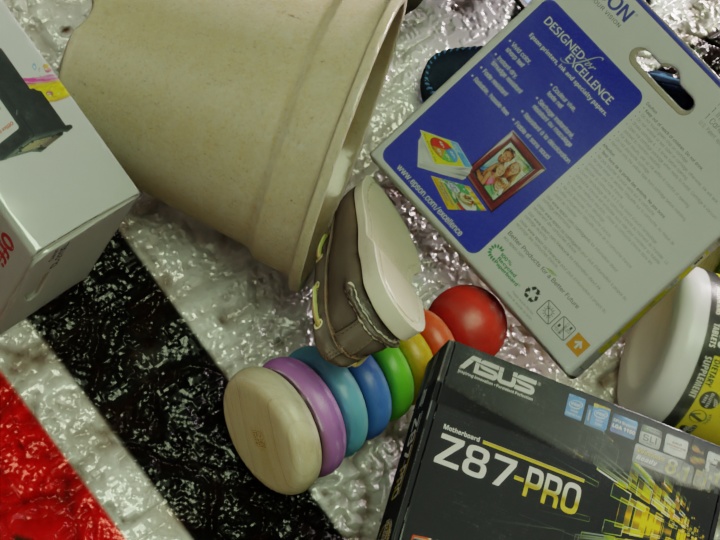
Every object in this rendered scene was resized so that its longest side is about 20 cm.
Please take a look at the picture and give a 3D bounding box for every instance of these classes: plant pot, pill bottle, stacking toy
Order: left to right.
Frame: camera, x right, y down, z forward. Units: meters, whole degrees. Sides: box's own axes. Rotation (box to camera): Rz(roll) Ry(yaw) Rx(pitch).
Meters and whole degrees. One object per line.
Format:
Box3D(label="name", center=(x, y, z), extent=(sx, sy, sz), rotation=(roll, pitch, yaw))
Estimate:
Box3D(label="plant pot", center=(-0.089, -0.112, 1.548), extent=(0.183, 0.200, 0.201), rotation=(21, 64, 2))
Box3D(label="stacking toy", center=(0.014, 0.067, 1.567), extent=(0.200, 0.085, 0.085), rotation=(-25, 79, -32))
Box3D(label="pill bottle", center=(0.281, 0.077, 1.628), extent=(0.200, 0.112, 0.112), rotation=(18, 65, -11))

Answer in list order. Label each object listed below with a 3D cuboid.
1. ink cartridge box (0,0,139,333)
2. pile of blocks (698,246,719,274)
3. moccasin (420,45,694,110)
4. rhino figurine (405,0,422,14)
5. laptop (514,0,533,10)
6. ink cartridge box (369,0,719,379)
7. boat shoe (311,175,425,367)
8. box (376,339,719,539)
Box3D(label="ink cartridge box", center=(-0.237, -0.079, 1.495), extent=(0.083, 0.146, 0.200), rotation=(-33, 83, -29))
Box3D(label="pile of blocks", center=(0.230, -0.035, 1.684), extent=(0.082, 0.062, 0.200), rotation=(-32, 82, -27))
Box3D(label="moccasin", center=(0.139, -0.127, 1.657), extent=(0.200, 0.068, 0.081), rotation=(5, 71, 7))
Box3D(label="rhino figurine", center=(0.032, -0.214, 1.672), extent=(0.060, 0.087, 0.200), rotation=(46, 53, -2))
Box3D(label="laptop", center=(0.119, -0.296, 1.667), extent=(0.200, 0.103, 0.177), rotation=(-40, 96, -10))
Box3D(label="ink cartridge box", center=(0.144, -0.069, 1.587), extent=(0.200, 0.047, 0.198), rotation=(-42, 77, 3))
Box3D(label="boat shoe", center=(0.000, 0.000, 1.548), extent=(0.060, 0.200, 0.072), rotation=(-33, 111, 12))
Box3D(label="box", center=(0.117, 0.153, 1.508), extent=(0.200, 0.049, 0.161), rotation=(23, 61, -9))
